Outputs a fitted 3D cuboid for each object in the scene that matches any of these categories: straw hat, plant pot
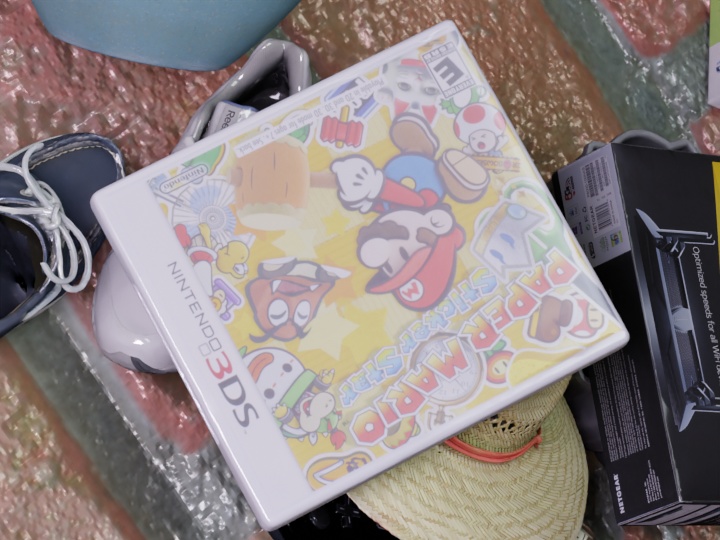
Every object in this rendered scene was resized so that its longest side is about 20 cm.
[{"bbox_3d":[0.062,0.047,1.383,0.201,0.085,0.201,26,39,-23],"label":"straw hat"},{"bbox_3d":[-0.099,-0.176,1.384,0.200,0.200,0.135,4,104,-38],"label":"plant pot"}]

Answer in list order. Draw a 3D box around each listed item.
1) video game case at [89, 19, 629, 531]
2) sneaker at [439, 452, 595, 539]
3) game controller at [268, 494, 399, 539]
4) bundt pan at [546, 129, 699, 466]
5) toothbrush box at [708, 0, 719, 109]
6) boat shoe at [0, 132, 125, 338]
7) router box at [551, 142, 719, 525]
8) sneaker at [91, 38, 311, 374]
[{"bbox_3d":[0.000,0.000,1.324,0.200,0.023,0.182,-27,81,-12],"label":"video game case"},{"bbox_3d":[0.084,0.134,1.437,0.200,0.076,0.070,56,37,-19],"label":"sneaker"},{"bbox_3d":[-0.011,0.057,1.433,0.104,0.042,0.200,15,64,-34],"label":"game controller"},{"bbox_3d":[0.158,0.027,1.558,0.202,0.076,0.202,17,61,-33],"label":"bundt pan"},{"bbox_3d":[0.302,-0.180,1.759,0.146,0.086,0.200,22,60,-30],"label":"toothbrush box"},{"bbox_3d":[-0.170,-0.010,1.319,0.075,0.062,0.200,54,48,-5],"label":"boat shoe"},{"bbox_3d":[0.193,0.037,1.496,0.157,0.052,0.200,5,69,-38],"label":"router box"},{"bbox_3d":[-0.079,-0.036,1.373,0.074,0.087,0.200,19,55,7],"label":"sneaker"}]
